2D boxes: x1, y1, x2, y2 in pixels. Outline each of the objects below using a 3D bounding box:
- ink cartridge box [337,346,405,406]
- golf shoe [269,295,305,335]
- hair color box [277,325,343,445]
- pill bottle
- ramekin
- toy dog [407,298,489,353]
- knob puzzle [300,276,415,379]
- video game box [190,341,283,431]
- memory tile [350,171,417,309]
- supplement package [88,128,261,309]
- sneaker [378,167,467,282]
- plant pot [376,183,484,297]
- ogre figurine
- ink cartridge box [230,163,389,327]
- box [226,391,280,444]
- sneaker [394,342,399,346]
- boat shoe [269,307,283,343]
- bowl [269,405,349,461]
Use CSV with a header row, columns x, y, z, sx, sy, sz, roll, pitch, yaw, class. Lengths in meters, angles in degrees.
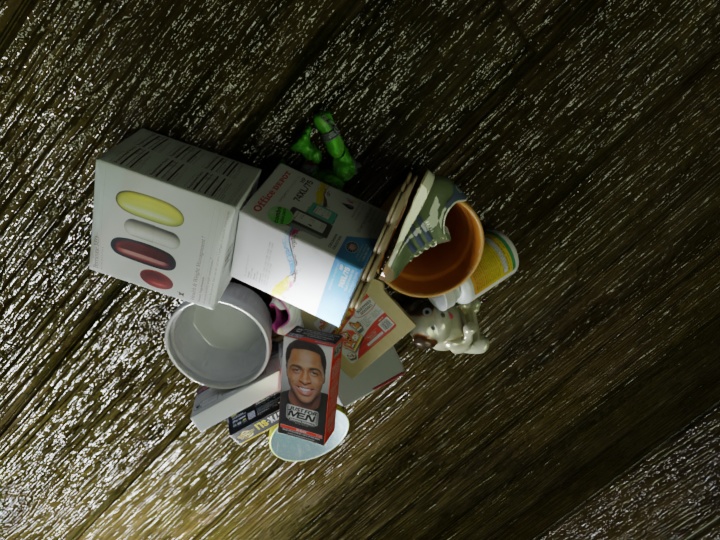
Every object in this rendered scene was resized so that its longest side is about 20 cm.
x,y,z,sx,sy,sz,roll,pitch,yaw,class
-0.016,0.190,1.119,0.144,0.146,0.200,-27,174,-13,ink cartridge box
-0.130,0.032,1.013,0.091,0.075,0.202,-2,91,-34,golf shoe
-0.095,0.215,0.984,0.101,0.061,0.202,10,106,16,hair color box
0.238,0.003,1.146,0.199,0.113,0.113,-30,134,-18,pill bottle
-0.264,0.117,1.017,0.198,0.105,0.202,0,117,1,ramekin
0.185,0.121,1.221,0.192,0.141,0.199,-9,165,32,toy dog
-0.024,0.079,0.977,0.217,0.030,0.222,5,110,14,knob puzzle
-0.247,0.226,1.094,0.199,0.182,0.047,-28,112,0,video game box
0.037,-0.047,0.814,0.017,0.153,0.201,23,117,3,memory tile
-0.284,-0.080,0.814,0.198,0.148,0.192,18,121,-5,supplement package
0.104,-0.057,0.855,0.089,0.067,0.202,21,112,-6,sneaker
0.113,-0.082,0.986,0.198,0.184,0.202,-1,118,-2,plant pot
-0.083,-0.168,0.919,0.119,0.098,0.201,34,93,-20,ogre figurine
-0.082,-0.041,0.840,0.199,0.147,0.147,25,135,2,ink cartridge box
-0.203,0.264,1.157,0.199,0.160,0.050,-28,132,-1,box
0.065,0.103,1.218,0.079,0.075,0.201,-32,140,-15,sneaker
-0.134,0.069,1.092,0.200,0.072,0.067,-42,129,11,boat shoe
-0.136,0.365,1.299,0.198,0.108,0.202,-12,130,-14,bowl
